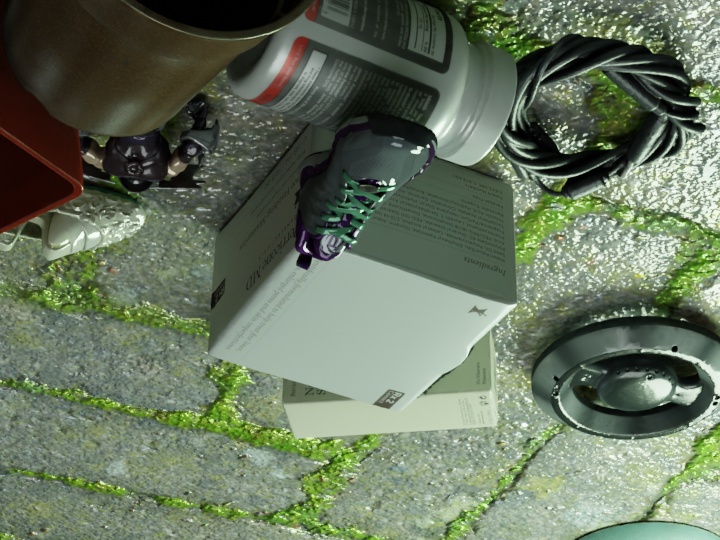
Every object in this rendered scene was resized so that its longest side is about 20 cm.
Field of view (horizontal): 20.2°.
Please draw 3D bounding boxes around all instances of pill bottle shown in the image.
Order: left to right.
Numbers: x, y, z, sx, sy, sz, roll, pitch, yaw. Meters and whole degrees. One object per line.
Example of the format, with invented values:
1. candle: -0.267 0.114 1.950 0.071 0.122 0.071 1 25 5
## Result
1. pill bottle: 0.010 -0.154 1.516 0.200 0.116 0.116 20 141 -24

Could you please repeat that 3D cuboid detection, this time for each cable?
1. cable: 0.187 -0.121 1.598 0.163 0.051 0.200 -11 150 14

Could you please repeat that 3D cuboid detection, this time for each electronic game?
1. electronic game: 0.264 0.104 1.938 0.199 0.042 0.200 1 144 0

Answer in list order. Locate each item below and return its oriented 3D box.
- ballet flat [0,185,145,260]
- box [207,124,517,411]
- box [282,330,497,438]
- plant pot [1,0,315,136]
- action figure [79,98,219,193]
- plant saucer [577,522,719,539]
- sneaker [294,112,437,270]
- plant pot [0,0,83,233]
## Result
1. ballet flat: -0.286 -0.041 1.730 0.200 0.072 0.072 11 144 -15
2. box: 0.000 0.000 1.722 0.200 0.131 0.199 18 141 -23
3. box: 0.029 0.105 1.914 0.200 0.082 0.068 -5 145 6
4. plant pot: -0.149 -0.200 1.403 0.200 0.201 0.198 16 149 -21
5. action figure: -0.177 -0.124 1.612 0.130 0.070 0.200 -2 149 -8
6. plant saucer: 0.325 0.348 2.288 0.199 0.036 0.200 1 145 0
7. sneaker: 0.001 -0.054 1.496 0.074 0.088 0.200 16 164 -13
8. plant pot: -0.332 -0.142 1.491 0.200 0.177 0.200 -22 139 31
